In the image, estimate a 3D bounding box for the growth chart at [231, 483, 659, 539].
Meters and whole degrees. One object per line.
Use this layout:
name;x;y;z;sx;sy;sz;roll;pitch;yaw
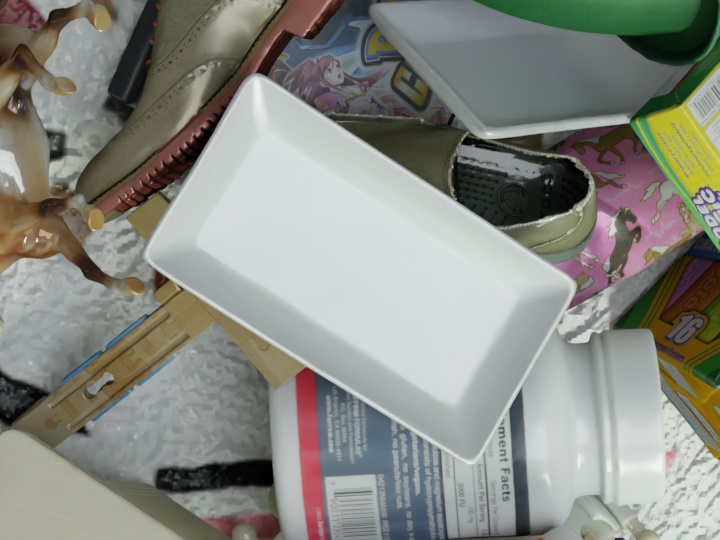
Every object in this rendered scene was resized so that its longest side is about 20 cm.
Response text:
growth chart;0.043;0.139;1.336;0.199;0.145;0.018;-27;150;-18

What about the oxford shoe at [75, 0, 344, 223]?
oxford shoe;-0.080;-0.109;1.219;0.075;0.070;0.200;42;87;0

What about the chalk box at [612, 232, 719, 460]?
chalk box;0.270;0.019;1.399;0.200;0.124;0.125;-44;117;-8

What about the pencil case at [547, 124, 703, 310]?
pencil case;0.149;-0.051;1.346;0.199;0.083;0.087;-29;108;-13

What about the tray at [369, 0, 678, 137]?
tray;0.105;-0.104;1.271;0.199;0.107;0.022;-9;134;-38

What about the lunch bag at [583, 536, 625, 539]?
lunch bag;0.078;0.253;1.382;0.199;0.124;0.171;-20;114;-7

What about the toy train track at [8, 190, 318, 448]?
toy train track;-0.100;0.029;1.252;0.200;0.033;0.115;-38;99;21

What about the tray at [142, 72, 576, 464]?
tray;0.000;0.000;1.199;0.199;0.022;0.108;33;86;-16

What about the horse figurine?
horse figurine;-0.166;-0.062;1.193;0.050;0.132;0.201;-18;105;-41

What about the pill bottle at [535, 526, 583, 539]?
pill bottle;0.056;0.230;1.239;0.199;0.113;0.113;-35;116;-4

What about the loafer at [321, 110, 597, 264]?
loafer;0.030;-0.050;1.246;0.198;0.070;0.076;4;72;-11

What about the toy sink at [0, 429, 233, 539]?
toy sink;-0.118;0.186;1.263;0.199;0.112;0.131;31;91;12

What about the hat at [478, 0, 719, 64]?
hat;0.048;-0.147;1.190;0.175;0.166;0.200;-32;73;-18

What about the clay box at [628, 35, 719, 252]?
clay box;0.236;-0.035;1.267;0.115;0.047;0.200;-45;107;-31

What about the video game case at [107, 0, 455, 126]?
video game case;-0.011;-0.147;1.278;0.180;0.025;0.201;23;95;-28

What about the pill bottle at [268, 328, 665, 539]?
pill bottle;0.056;0.081;1.285;0.198;0.120;0.120;-4;108;2
